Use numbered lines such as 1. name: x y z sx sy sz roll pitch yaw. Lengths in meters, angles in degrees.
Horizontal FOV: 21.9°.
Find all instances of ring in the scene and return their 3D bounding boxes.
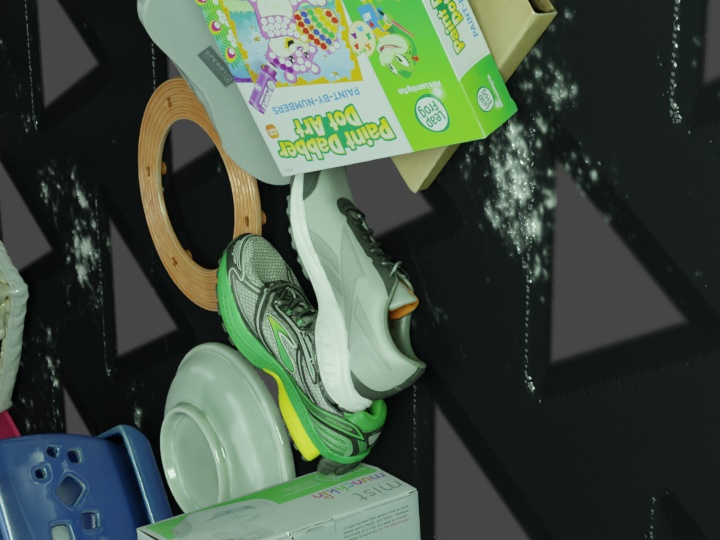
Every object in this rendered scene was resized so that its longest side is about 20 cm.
1. ring: -0.133 -0.065 1.573 0.200 0.019 0.201 28 125 50

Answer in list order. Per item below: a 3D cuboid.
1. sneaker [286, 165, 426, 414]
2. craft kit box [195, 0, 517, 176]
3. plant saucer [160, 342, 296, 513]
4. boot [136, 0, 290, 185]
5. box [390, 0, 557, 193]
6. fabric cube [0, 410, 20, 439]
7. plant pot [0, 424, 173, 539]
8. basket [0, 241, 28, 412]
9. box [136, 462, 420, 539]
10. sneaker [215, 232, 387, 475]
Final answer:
1. sneaker: 0.000 0.000 1.360 0.079 0.074 0.201 -19 75 22
2. craft kit box: -0.017 -0.168 1.231 0.200 0.049 0.198 -8 117 46
3. plant saucer: -0.128 0.165 1.620 0.200 0.050 0.201 27 124 49
4. boot: -0.100 -0.162 1.411 0.200 0.073 0.096 56 -168 -33
5. box: 0.044 -0.174 1.259 0.164 0.021 0.200 62 144 20
6. fabric cube: -0.468 0.278 2.043 0.200 0.199 0.196 52 141 32
7. plant pot: -0.283 0.257 1.770 0.200 0.180 0.200 -31 75 56
8. basket: -0.474 0.037 2.002 0.200 0.161 0.198 54 142 34
9. box: -0.054 0.259 1.404 0.097 0.200 0.177 17 116 54
10. sneaker: -0.039 0.052 1.433 0.200 0.078 0.085 57 137 13
